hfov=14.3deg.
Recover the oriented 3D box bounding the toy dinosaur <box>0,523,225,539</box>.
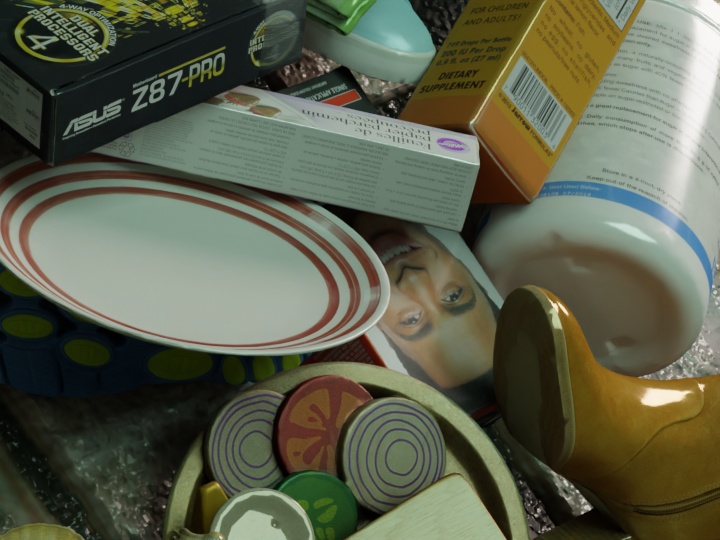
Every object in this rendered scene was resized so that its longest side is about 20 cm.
[{"bbox_3d":[-0.160,0.152,1.275,0.199,0.058,0.101,1,48,1],"label":"toy dinosaur"}]

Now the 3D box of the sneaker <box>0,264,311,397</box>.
[{"bbox_3d":[-0.118,0.016,1.406,0.199,0.071,0.083,2,26,-24],"label":"sneaker"}]

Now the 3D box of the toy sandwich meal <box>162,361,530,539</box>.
[{"bbox_3d":[0.003,0.137,1.360,0.205,0.070,0.206,4,76,-16],"label":"toy sandwich meal"}]

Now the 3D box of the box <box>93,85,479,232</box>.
[{"bbox_3d":[-0.041,-0.064,1.428,0.199,0.042,0.039,11,24,-6],"label":"box"}]

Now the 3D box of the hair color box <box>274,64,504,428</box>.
[{"bbox_3d":[0.000,0.000,1.492,0.101,0.061,0.200,-25,77,-43],"label":"hair color box"}]

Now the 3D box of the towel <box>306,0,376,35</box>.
[{"bbox_3d":[-0.041,-0.223,1.520,0.200,0.031,0.149,30,79,31],"label":"towel"}]

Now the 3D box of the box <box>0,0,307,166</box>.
[{"bbox_3d":[-0.150,-0.140,1.413,0.161,0.049,0.200,-24,47,-36],"label":"box"}]

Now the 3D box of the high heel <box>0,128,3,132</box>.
[{"bbox_3d":[-0.126,-0.102,1.463,0.199,0.067,0.096,3,49,-27],"label":"high heel"}]

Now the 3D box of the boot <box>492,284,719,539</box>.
[{"bbox_3d":[0.149,0.071,1.462,0.144,0.202,0.071,-23,34,-19],"label":"boot"}]

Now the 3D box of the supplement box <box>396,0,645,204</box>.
[{"bbox_3d":[0.096,-0.129,1.527,0.069,0.066,0.200,50,58,-30],"label":"supplement box"}]

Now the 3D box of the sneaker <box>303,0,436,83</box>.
[{"bbox_3d":[-0.023,-0.183,1.546,0.074,0.082,0.200,-13,50,-46],"label":"sneaker"}]

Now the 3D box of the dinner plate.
[{"bbox_3d":[-0.085,-0.004,1.354,0.200,0.024,0.200,11,25,-5],"label":"dinner plate"}]

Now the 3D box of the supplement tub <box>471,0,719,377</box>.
[{"bbox_3d":[0.138,-0.052,1.574,0.132,0.132,0.200,30,49,-14],"label":"supplement tub"}]

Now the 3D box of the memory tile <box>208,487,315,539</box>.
[{"bbox_3d":[-0.051,0.214,1.290,0.153,0.017,0.200,39,73,-1],"label":"memory tile"}]
